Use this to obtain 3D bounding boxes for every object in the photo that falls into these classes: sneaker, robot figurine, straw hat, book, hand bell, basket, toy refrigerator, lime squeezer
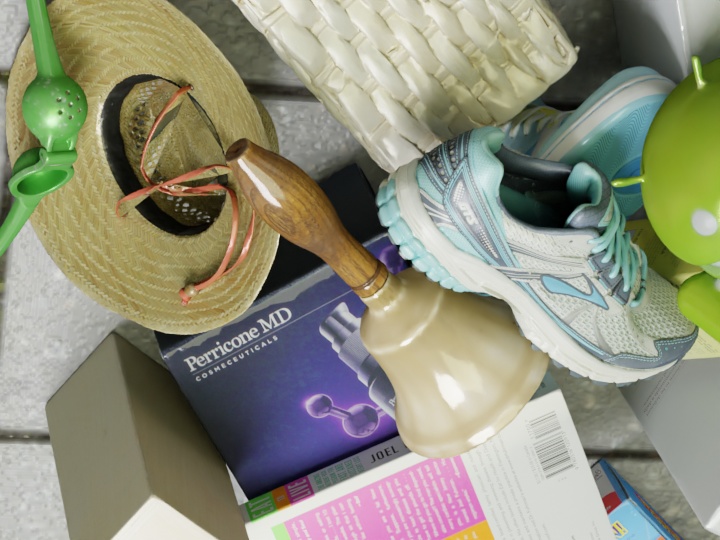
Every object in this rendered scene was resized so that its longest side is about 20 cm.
[{"bbox_3d":[0.108,-0.008,1.412,0.200,0.078,0.086,27,133,-29],"label":"sneaker"},{"bbox_3d":[0.228,-0.038,1.387,0.200,0.116,0.176,23,108,-21],"label":"robot figurine"},{"bbox_3d":[-0.094,-0.066,1.496,0.085,0.201,0.201,-22,125,-47],"label":"straw hat"},{"bbox_3d":[0.038,0.155,1.538,0.200,0.048,0.134,-22,114,-2],"label":"book"},{"bbox_3d":[0.000,0.000,1.414,0.104,0.104,0.200,-42,123,8],"label":"hand bell"},{"bbox_3d":[0.098,-0.075,1.502,0.080,0.131,0.200,1,144,-30],"label":"sneaker"},{"bbox_3d":[0.006,-0.157,1.464,0.136,0.123,0.200,-39,115,7],"label":"basket"},{"bbox_3d":[-0.121,0.120,1.518,0.076,0.200,0.070,38,101,-24],"label":"toy refrigerator"},{"bbox_3d":[-0.180,-0.073,1.483,0.038,0.071,0.200,-22,132,-48],"label":"lime squeezer"}]

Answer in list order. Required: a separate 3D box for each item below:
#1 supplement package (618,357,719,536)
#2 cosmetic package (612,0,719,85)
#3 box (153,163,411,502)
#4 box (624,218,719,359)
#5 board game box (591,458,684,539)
[{"bbox_3d":[0.243,0.080,1.576,0.117,0.200,0.117,29,105,-22],"label":"supplement package"},{"bbox_3d":[0.248,-0.157,1.493,0.200,0.165,0.165,-15,116,-4],"label":"cosmetic package"},{"bbox_3d":[-0.014,0.066,1.570,0.148,0.104,0.200,-29,116,3],"label":"box"},{"bbox_3d":[0.172,0.011,1.537,0.075,0.200,0.050,41,64,-23],"label":"box"},{"bbox_3d":[0.144,0.251,1.711,0.200,0.056,0.196,-41,115,8],"label":"board game box"}]
